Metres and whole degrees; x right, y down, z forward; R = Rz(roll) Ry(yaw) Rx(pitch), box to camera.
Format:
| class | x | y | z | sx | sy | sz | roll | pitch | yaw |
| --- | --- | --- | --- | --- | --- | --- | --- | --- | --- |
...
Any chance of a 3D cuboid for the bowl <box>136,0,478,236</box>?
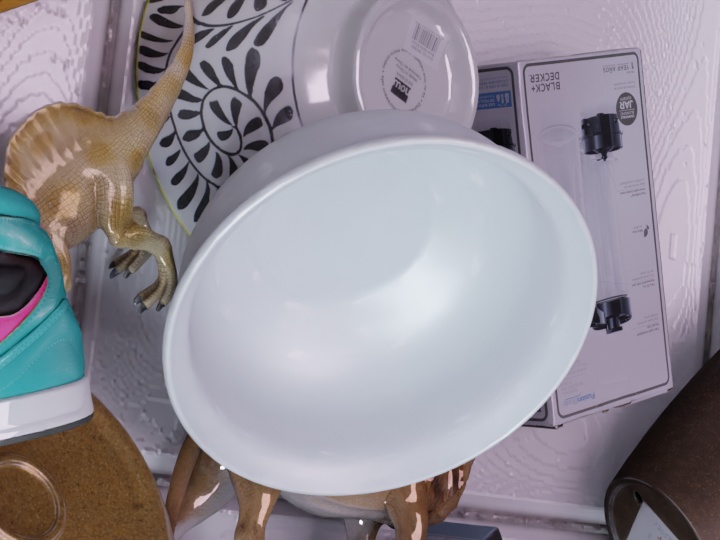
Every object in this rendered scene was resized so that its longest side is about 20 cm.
| class | x | y | z | sx | sy | sz | roll | pitch | yaw |
| --- | --- | --- | --- | --- | --- | --- | --- | --- | --- |
| bowl | -0.004 | -0.090 | 0.935 | 0.200 | 0.094 | 0.202 | 0 | 90 | -45 |

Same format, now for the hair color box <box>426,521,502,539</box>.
| class | x | y | z | sx | sy | sz | roll | pitch | yaw |
| --- | --- | --- | --- | --- | --- | --- | --- | --- | --- |
| hair color box | 0.007 | 0.223 | 0.963 | 0.200 | 0.060 | 0.099 | -37 | 114 | -38 |

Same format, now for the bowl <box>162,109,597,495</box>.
| class | x | y | z | sx | sy | sz | roll | pitch | yaw |
| --- | --- | --- | --- | --- | --- | --- | --- | --- | --- |
| bowl | 0.000 | 0.000 | 0.865 | 0.200 | 0.091 | 0.202 | -10 | 130 | -12 |

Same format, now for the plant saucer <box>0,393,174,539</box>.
| class | x | y | z | sx | sy | sz | roll | pitch | yaw |
| --- | --- | --- | --- | --- | --- | --- | --- | --- | --- |
| plant saucer | -0.145 | 0.100 | 0.763 | 0.200 | 0.035 | 0.201 | 29 | 41 | -28 |

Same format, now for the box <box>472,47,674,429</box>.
| class | x | y | z | sx | sy | sz | roll | pitch | yaw |
| --- | --- | --- | --- | --- | --- | --- | --- | --- | --- |
| box | 0.112 | -0.020 | 1.072 | 0.116 | 0.060 | 0.201 | -13 | 98 | -44 |

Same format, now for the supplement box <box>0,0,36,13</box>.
| class | x | y | z | sx | sy | sz | roll | pitch | yaw |
| --- | --- | --- | --- | --- | --- | --- | --- | --- | --- |
| supplement box | -0.136 | -0.155 | 0.823 | 0.200 | 0.066 | 0.069 | -32 | 111 | -41 |

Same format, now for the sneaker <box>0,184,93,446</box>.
| class | x | y | z | sx | sy | sz | roll | pitch | yaw |
| --- | --- | --- | --- | --- | --- | --- | --- | --- | --- |
| sneaker | -0.182 | 0.010 | 0.670 | 0.199 | 0.083 | 0.122 | -9 | 94 | -49 |

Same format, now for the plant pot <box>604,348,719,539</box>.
| class | x | y | z | sx | sy | sz | roll | pitch | yaw |
| --- | --- | --- | --- | --- | --- | --- | --- | --- | --- |
| plant pot | 0.251 | 0.122 | 1.145 | 0.199 | 0.187 | 0.188 | -27 | 109 | -26 |

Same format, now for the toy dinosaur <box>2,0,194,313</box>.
| class | x | y | z | sx | sy | sz | roll | pitch | yaw |
| --- | --- | --- | --- | --- | --- | --- | --- | --- | --- |
| toy dinosaur | -0.115 | -0.034 | 0.838 | 0.200 | 0.058 | 0.102 | -42 | 126 | -29 |

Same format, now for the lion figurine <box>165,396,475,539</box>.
| class | x | y | z | sx | sy | sz | roll | pitch | yaw |
| --- | --- | --- | --- | --- | --- | --- | --- | --- | --- |
| lion figurine | -0.020 | 0.097 | 0.933 | 0.199 | 0.072 | 0.123 | 16 | 71 | -39 |
